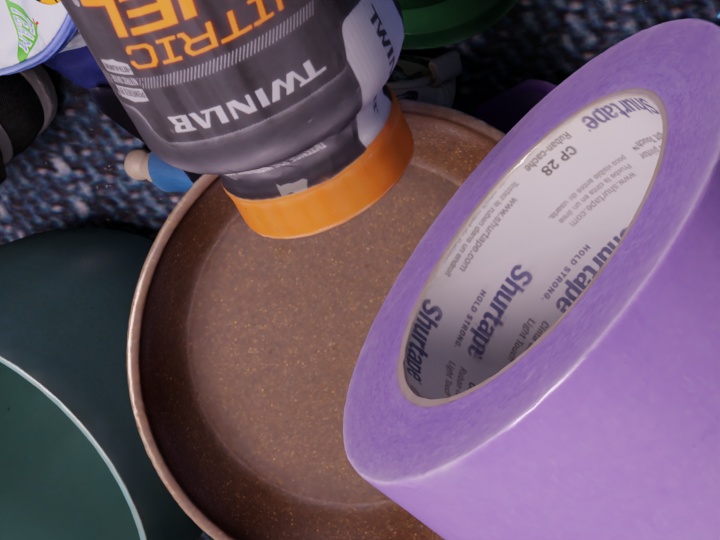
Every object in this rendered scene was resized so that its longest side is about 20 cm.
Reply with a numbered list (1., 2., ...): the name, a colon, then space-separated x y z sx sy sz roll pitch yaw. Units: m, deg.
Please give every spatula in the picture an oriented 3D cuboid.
1. spatula: 0.035 -0.033 0.898 0.200 0.021 0.057 -28 107 40

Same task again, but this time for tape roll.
1. tape roll: 0.088 0.015 0.689 0.085 0.200 0.200 37 134 -16

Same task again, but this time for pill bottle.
1. pill bottle: -0.051 -0.107 0.677 0.106 0.106 0.200 -6 128 33

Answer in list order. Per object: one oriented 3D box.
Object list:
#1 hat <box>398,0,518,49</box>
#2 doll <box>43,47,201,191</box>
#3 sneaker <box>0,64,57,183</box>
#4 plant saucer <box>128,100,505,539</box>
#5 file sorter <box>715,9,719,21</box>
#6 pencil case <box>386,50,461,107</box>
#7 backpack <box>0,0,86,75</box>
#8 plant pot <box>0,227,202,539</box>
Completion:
1. hat: -0.028 -0.144 0.756 0.165 0.176 0.201 8 123 24
2. doll: -0.098 -0.087 0.924 0.200 0.048 0.137 36 141 8
3. sneaker: -0.259 -0.060 0.991 0.199 0.112 0.073 -7 124 34
4. plant saucer: 0.003 0.029 0.801 0.199 0.037 0.202 -3 102 -12
5. file sorter: 0.176 -0.146 0.672 0.200 0.123 0.139 42 131 1
6. pencil case: 0.000 0.000 0.863 0.089 0.078 0.201 8 102 20
7. backpack: -0.140 -0.177 0.771 0.191 0.154 0.200 60 152 -2
8. plant pot: -0.149 0.071 0.984 0.200 0.161 0.201 16 127 22
